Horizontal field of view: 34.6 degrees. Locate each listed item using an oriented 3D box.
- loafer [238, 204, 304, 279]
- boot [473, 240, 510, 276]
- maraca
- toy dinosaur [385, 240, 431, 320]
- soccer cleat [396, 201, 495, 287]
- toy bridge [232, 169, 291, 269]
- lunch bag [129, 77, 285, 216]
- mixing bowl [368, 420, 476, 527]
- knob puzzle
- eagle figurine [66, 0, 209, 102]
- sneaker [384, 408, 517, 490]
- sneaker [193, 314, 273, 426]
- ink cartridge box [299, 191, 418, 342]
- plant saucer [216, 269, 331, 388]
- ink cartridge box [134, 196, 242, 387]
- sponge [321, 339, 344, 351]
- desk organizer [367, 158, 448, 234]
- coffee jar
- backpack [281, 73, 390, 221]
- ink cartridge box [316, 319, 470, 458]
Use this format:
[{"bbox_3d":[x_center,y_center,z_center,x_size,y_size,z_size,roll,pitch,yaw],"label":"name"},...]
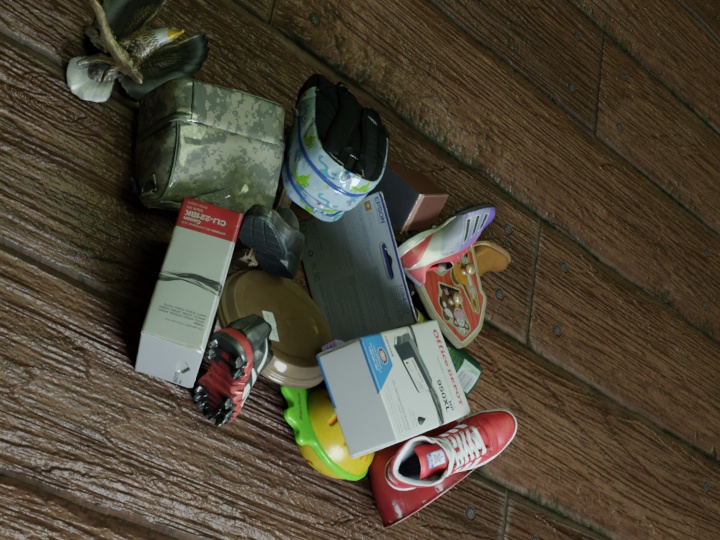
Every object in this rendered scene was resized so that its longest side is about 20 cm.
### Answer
[{"bbox_3d":[-0.118,-0.055,1.583,0.072,0.200,0.073,20,75,9],"label":"loafer"},{"bbox_3d":[0.175,0.027,1.942,0.199,0.077,0.156,12,68,-39],"label":"boot"},{"bbox_3d":[-0.049,0.222,1.636,0.200,0.107,0.138,41,25,-42],"label":"maraca"},{"bbox_3d":[0.066,0.003,1.844,0.200,0.102,0.077,58,33,-26],"label":"toy dinosaur"},{"bbox_3d":[0.138,-0.041,1.763,0.199,0.068,0.073,-27,79,-31],"label":"soccer cleat"},{"bbox_3d":[-0.131,-0.090,1.692,0.027,0.067,0.201,36,54,-30],"label":"toy bridge"},{"bbox_3d":[-0.209,-0.153,1.585,0.199,0.139,0.169,13,68,-40],"label":"lunch bag"},{"bbox_3d":[0.086,0.278,1.715,0.200,0.200,0.109,-29,82,-45],"label":"mixing bowl"},{"bbox_3d":[0.149,0.024,1.822,0.219,0.030,0.221,32,47,-42],"label":"knob puzzle"},{"bbox_3d":[-0.300,-0.309,1.580,0.200,0.150,0.152,-70,174,-67],"label":"eagle figurine"},{"bbox_3d":[0.127,0.242,1.569,0.199,0.113,0.071,-26,79,-5],"label":"sneaker"},{"bbox_3d":[-0.161,0.128,1.514,0.071,0.201,0.098,37,50,13],"label":"sneaker"},{"bbox_3d":[0.000,0.000,1.697,0.040,0.199,0.201,-12,86,-45],"label":"ink cartridge box"},{"bbox_3d":[-0.114,0.075,1.629,0.200,0.029,0.201,31,35,-24],"label":"plant saucer"},{"bbox_3d":[-0.224,0.031,1.499,0.083,0.144,0.201,16,63,-7],"label":"ink cartridge box"},{"bbox_3d":[0.013,0.163,1.680,0.112,0.030,0.200,63,15,18],"label":"sponge"},{"bbox_3d":[0.036,-0.144,1.790,0.077,0.072,0.200,-5,40,-48],"label":"desk organizer"},{"bbox_3d":[0.092,0.119,1.814,0.200,0.104,0.085,41,86,-28],"label":"coffee jar"},{"bbox_3d":[-0.036,-0.165,1.641,0.163,0.154,0.200,37,15,-24],"label":"backpack"},{"bbox_3d":[0.048,0.155,1.565,0.200,0.084,0.145,-9,77,-56],"label":"ink cartridge box"}]
